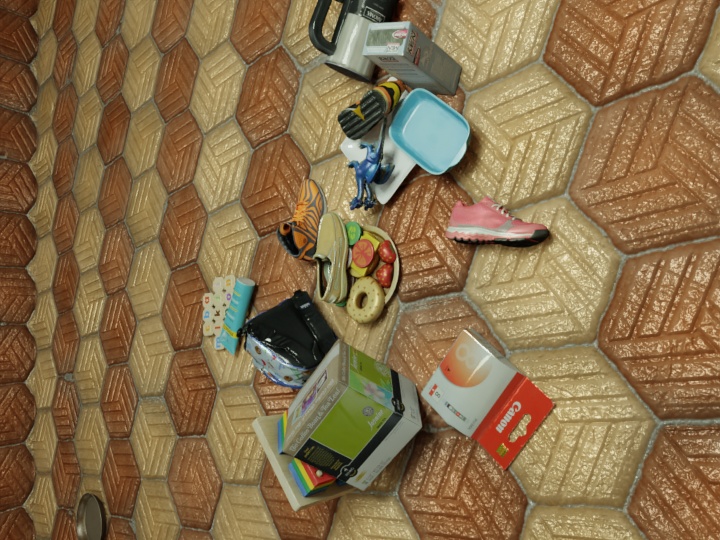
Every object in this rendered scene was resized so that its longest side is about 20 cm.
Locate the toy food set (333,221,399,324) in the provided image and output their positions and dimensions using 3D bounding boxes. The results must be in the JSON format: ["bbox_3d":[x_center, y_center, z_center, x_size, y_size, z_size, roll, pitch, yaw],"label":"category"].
[{"bbox_3d":[0.000,0.000,1.148,0.197,0.048,0.203,36,108,36],"label":"toy food set"}]

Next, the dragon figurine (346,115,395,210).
[{"bbox_3d":[0.031,-0.216,1.093,0.201,0.058,0.100,-51,61,33],"label":"dragon figurine"}]

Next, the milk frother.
[{"bbox_3d":[-0.028,-0.551,1.189,0.200,0.177,0.192,-110,41,-75],"label":"milk frother"}]

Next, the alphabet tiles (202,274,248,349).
[{"bbox_3d":[-0.379,0.118,1.468,0.192,0.014,0.205,-10,80,36],"label":"alphabet tiles"}]

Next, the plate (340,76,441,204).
[{"bbox_3d":[0.066,-0.280,1.132,0.201,0.032,0.201,-49,58,25],"label":"plate"}]

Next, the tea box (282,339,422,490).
[{"bbox_3d":[-0.018,0.284,1.021,0.201,0.195,0.134,-52,18,21],"label":"tea box"}]

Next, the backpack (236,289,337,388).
[{"bbox_3d":[-0.150,0.173,1.173,0.189,0.199,0.157,32,136,29],"label":"backpack"}]

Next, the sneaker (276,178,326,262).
[{"bbox_3d":[-0.140,-0.125,1.234,0.076,0.111,0.205,-12,78,37],"label":"sneaker"}]

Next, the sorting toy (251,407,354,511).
[{"bbox_3d":[-0.099,0.373,1.097,0.070,0.198,0.200,-48,59,19],"label":"sorting toy"}]

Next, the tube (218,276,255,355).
[{"bbox_3d":[-0.334,0.120,1.402,0.077,0.050,0.204,33,110,42],"label":"tube"}]

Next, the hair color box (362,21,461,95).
[{"bbox_3d":[0.104,-0.404,1.005,0.098,0.198,0.062,18,97,38],"label":"hair color box"}]

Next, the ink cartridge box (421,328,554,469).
[{"bbox_3d":[0.221,0.232,0.945,0.200,0.050,0.164,45,113,36],"label":"ink cartridge box"}]

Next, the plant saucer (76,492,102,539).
[{"bbox_3d":[-0.951,0.892,1.850,0.197,0.032,0.206,-4,84,38],"label":"plant saucer"}]

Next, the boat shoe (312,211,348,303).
[{"bbox_3d":[-0.069,-0.032,1.129,0.071,0.075,0.205,-15,76,37],"label":"boat shoe"}]

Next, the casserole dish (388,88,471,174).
[{"bbox_3d":[0.139,-0.271,1.029,0.200,0.038,0.122,47,112,30],"label":"casserole dish"}]

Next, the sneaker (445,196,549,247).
[{"bbox_3d":[0.242,-0.092,0.943,0.197,0.073,0.089,7,88,39],"label":"sneaker"}]

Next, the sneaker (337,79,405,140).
[{"bbox_3d":[0.026,-0.342,1.109,0.071,0.089,0.199,58,155,-10],"label":"sneaker"}]
